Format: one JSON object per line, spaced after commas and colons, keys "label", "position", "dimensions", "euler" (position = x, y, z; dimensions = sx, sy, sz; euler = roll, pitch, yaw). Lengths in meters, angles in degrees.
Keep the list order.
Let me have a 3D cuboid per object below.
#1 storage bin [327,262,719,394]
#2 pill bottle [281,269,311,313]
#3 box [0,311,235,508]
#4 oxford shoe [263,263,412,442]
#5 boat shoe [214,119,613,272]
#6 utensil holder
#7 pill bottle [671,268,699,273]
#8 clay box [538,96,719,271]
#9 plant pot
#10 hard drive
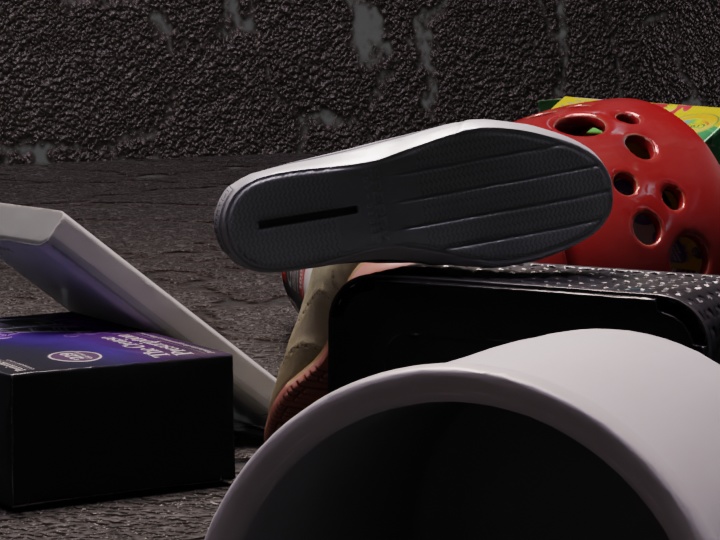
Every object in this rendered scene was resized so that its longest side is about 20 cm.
{"label": "storage bin", "position": [0.091, 0.069, 1.185], "dimensions": [0.199, 0.136, 0.094], "euler": [4, 8, 26]}
{"label": "pill bottle", "position": [0.000, 0.000, 1.835], "dimensions": [0.115, 0.116, 0.200], "euler": [-1, 7, -10]}
{"label": "box", "position": [-0.181, 0.076, 1.376], "dimensions": [0.141, 0.079, 0.200], "euler": [-7, 10, -33]}
{"label": "oxford shoe", "position": [-0.005, 0.034, 1.353], "dimensions": [0.071, 0.074, 0.200], "euler": [8, -40, -24]}
{"label": "boat shoe", "position": [0.023, -0.040, 1.191], "dimensions": [0.199, 0.074, 0.067], "euler": [-2, 10, -12]}
{"label": "utensil holder", "position": [0.057, 0.105, 0.782], "dimensions": [0.169, 0.171, 0.200], "euler": [3, 5, 18]}
{"label": "pill bottle", "position": [0.273, 0.016, 1.746], "dimensions": [0.109, 0.110, 0.200], "euler": [-2, 7, -19]}
{"label": "clay box", "position": [0.200, -0.060, 1.683], "dimensions": [0.048, 0.115, 0.200], "euler": [-41, 28, -28]}
{"label": "plant pot", "position": [0.122, -0.008, 1.578], "dimensions": [0.182, 0.201, 0.200], "euler": [-8, 11, -37]}
{"label": "hard drive", "position": [-0.138, 0.028, 1.468], "dimensions": [0.200, 0.027, 0.132], "euler": [40, -15, -26]}
